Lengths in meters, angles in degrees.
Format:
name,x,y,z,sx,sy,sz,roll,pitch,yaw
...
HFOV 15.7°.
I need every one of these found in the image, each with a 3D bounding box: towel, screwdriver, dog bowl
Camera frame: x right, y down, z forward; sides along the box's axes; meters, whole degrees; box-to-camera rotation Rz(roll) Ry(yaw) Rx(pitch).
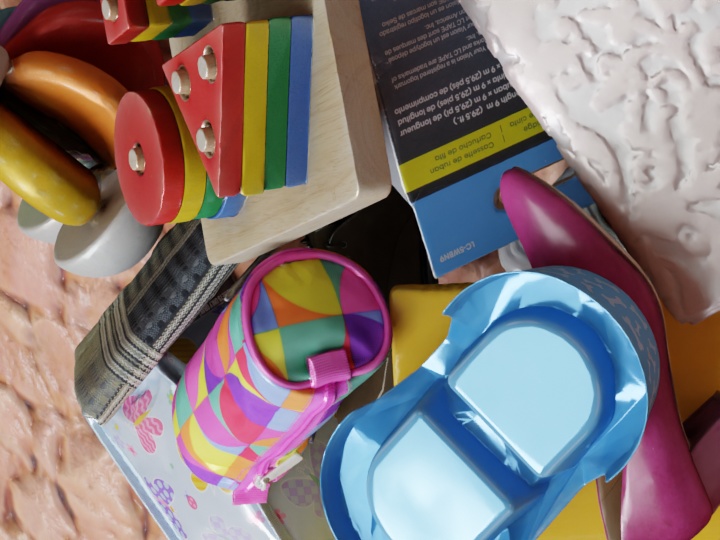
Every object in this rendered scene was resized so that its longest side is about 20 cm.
name,x,y,z,sx,sy,sz,roll,pitch,yaw
towel,-0.093,-0.002,1.477,0.035,0.193,0.200,37,-178,-10
towel,0.174,-0.100,1.235,0.191,0.032,0.200,-33,96,22
screwdriver,-0.037,-0.021,1.447,0.028,0.200,0.029,-17,111,25
dog bowl,0.065,0.077,1.259,0.111,0.050,0.200,45,120,7

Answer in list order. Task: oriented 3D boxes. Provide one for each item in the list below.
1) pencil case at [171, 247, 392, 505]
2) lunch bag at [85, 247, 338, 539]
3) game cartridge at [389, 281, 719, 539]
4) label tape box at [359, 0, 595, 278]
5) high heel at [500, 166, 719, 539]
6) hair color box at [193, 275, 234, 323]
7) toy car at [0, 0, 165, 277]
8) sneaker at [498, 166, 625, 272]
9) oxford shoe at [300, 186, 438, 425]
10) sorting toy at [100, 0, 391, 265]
name,x,y,z,sx,sy,sz,roll,pitch,yaw
pencil case,-0.044,0.057,1.382,0.088,0.088,0.200,49,156,8
lunch bag,-0.038,0.111,1.554,0.200,0.169,0.127,53,143,0
game cartridge,0.118,0.089,1.329,0.199,0.032,0.177,-2,96,6
label tape box,0.056,-0.119,1.310,0.063,0.144,0.200,27,137,59
high heel,0.110,0.048,1.272,0.200,0.096,0.067,51,174,-5
hair color box,-0.081,0.113,1.654,0.060,0.100,0.200,-21,101,49
toy car,-0.188,-0.102,1.574,0.175,0.150,0.200,37,178,-25
sneaker,0.168,0.017,1.359,0.200,0.078,0.099,39,124,7
oxford shoe,0.000,0.000,1.445,0.073,0.084,0.201,9,96,56
sorting toy,-0.072,-0.112,1.279,0.200,0.069,0.199,-22,77,64
